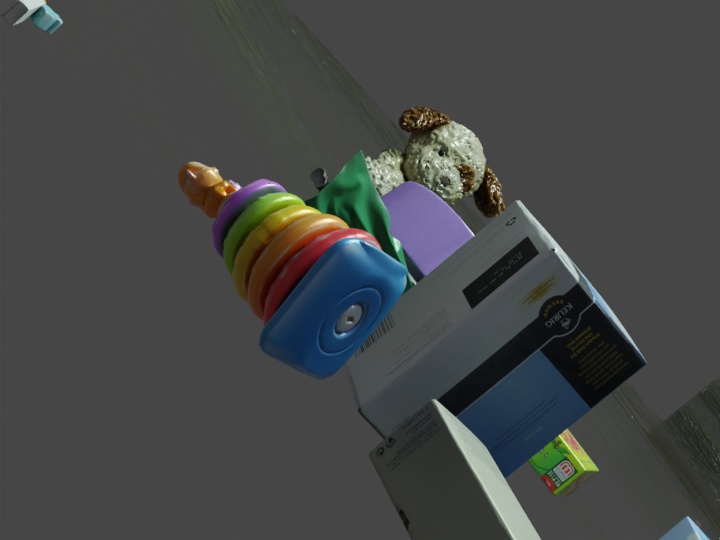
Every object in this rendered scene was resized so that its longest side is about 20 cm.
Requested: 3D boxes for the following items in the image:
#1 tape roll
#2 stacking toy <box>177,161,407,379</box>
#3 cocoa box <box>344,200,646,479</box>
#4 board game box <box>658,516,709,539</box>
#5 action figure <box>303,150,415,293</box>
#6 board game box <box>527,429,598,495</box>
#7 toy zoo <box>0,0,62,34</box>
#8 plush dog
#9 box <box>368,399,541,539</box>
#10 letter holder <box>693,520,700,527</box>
[{"bbox_3d":[0.069,0.017,1.769,0.200,0.065,0.200,50,-17,22],"label":"tape roll"},{"bbox_3d":[-0.069,-0.022,1.376,0.200,0.110,0.116,42,5,31],"label":"stacking toy"},{"bbox_3d":[0.104,0.069,1.489,0.131,0.200,0.133,48,7,-20],"label":"cocoa box"},{"bbox_3d":[0.205,0.270,1.310,0.037,0.151,0.200,47,8,-12],"label":"board game box"},{"bbox_3d":[0.000,0.000,1.665,0.200,0.118,0.055,56,-8,-32],"label":"action figure"},{"bbox_3d":[0.183,0.160,2.081,0.200,0.048,0.102,53,8,15],"label":"board game box"},{"bbox_3d":[-0.297,-0.253,1.376,0.200,0.020,0.131,48,8,-21],"label":"toy zoo"},{"bbox_3d":[0.078,-0.104,2.250,0.200,0.172,0.161,47,8,-19],"label":"plush dog"},{"bbox_3d":[0.081,0.188,1.295,0.082,0.068,0.200,44,11,-37],"label":"box"},{"bbox_3d":[0.414,0.347,2.173,0.101,0.142,0.200,51,8,9],"label":"letter holder"}]
